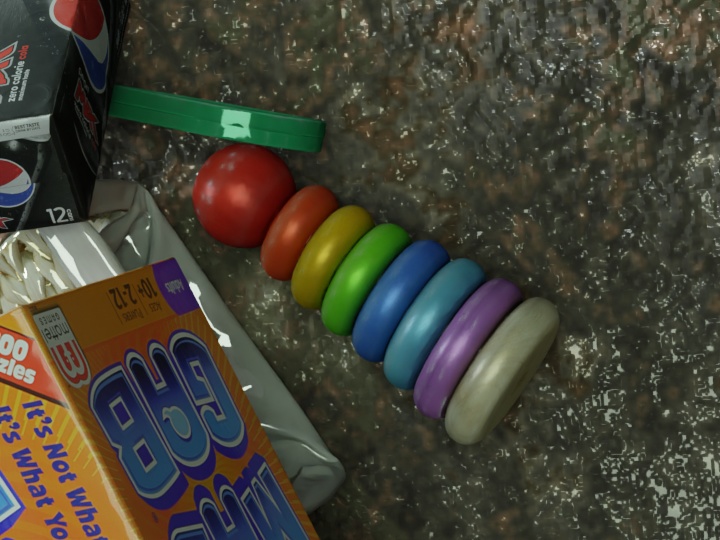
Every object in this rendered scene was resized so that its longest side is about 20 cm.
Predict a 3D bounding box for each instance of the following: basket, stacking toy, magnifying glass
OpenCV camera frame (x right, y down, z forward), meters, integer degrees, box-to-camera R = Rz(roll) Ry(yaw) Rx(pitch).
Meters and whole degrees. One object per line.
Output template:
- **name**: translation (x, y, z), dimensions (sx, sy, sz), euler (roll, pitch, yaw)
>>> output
- **basket**: translation (-0.120, 0.068, 1.183), dimensions (0.123, 0.136, 0.200), euler (-36, 85, 11)
- **stacking toy**: translation (0.000, 0.000, 1.193), dimensions (0.200, 0.085, 0.086), euler (35, 95, 11)
- **magnifying glass**: translation (-0.113, -0.087, 1.216), dimensions (0.199, 0.080, 0.023), euler (10, 95, 19)

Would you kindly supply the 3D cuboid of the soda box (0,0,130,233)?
- **soda box**: translation (-0.162, -0.101, 1.156), dimensions (0.070, 0.200, 0.064), euler (-8, 127, 8)

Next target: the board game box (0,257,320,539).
- **board game box**: translation (-0.148, 0.135, 1.023), dimensions (0.199, 0.200, 0.201), euler (-28, 89, 14)
